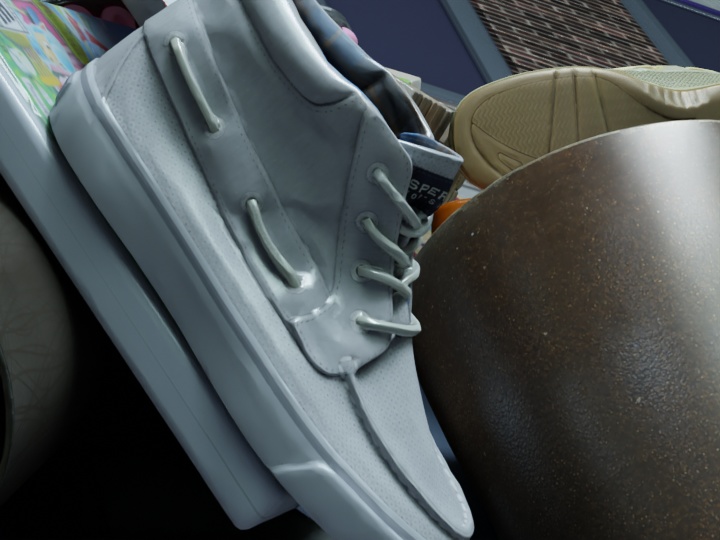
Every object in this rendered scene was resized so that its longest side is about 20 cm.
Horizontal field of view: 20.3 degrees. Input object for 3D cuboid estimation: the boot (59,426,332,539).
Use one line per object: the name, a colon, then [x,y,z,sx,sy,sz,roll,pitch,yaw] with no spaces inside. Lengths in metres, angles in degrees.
boot: [-0.007,0.106,0.702,0.199,0.078,0.138,17,19,-20]

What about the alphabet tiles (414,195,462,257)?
alphabet tiles: [0.026,-0.031,1.074,0.200,0.006,0.166,39,19,31]

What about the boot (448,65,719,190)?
boot: [0.123,-0.071,1.032,0.198,0.073,0.155,-6,7,-15]

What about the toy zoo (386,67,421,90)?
toy zoo: [-0.076,-0.093,1.062,0.131,0.021,0.199,19,24,30]

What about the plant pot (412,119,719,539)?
plant pot: [0.125,0.080,0.771,0.186,0.187,0.201,9,49,-31]

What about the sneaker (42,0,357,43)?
sneaker: [-0.093,-0.123,0.944,0.199,0.079,0.096,0,54,-33]

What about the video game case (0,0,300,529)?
video game case: [-0.062,-0.009,0.699,0.201,0.022,0.182,55,12,8]

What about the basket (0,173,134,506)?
basket: [-0.153,0.017,0.672,0.179,0.137,0.200,-1,11,17]

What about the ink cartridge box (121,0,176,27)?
ink cartridge box: [-0.084,-0.114,0.785,0.163,0.050,0.200,55,12,20]

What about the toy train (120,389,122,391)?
toy train: [-0.093,-0.011,0.861,0.113,0.086,0.200,13,24,-2]

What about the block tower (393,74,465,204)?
block tower: [0.012,-0.068,0.988,0.058,0.054,0.200,31,5,12]

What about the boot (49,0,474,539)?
boot: [-0.004,-0.001,0.618,0.201,0.095,0.074,54,13,-1]

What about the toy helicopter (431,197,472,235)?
toy helicopter: [0.112,-0.006,0.892,0.131,0.200,0.080,7,71,-12]
